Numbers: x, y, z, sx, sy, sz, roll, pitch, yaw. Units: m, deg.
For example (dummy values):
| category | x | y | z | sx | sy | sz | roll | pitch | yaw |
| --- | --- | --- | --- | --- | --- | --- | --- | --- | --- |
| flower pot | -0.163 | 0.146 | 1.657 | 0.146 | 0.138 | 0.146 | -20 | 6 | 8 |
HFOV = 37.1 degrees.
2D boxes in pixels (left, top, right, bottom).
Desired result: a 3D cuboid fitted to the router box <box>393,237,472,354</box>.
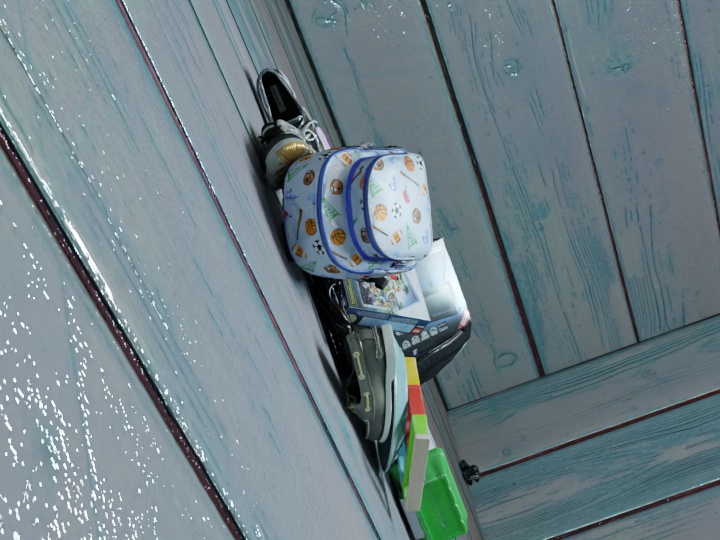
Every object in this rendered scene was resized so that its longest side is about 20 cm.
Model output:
| category | x | y | z | sx | sy | sz | roll | pitch | yaw |
| --- | --- | --- | --- | --- | --- | --- | --- | --- | --- |
| router box | 0.067 | 0.051 | 1.724 | 0.062 | 0.199 | 0.150 | -9 | -77 | 63 |

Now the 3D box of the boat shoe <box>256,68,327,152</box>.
| category | x | y | z | sx | sy | sz | roll | pitch | yaw |
| --- | --- | --- | --- | --- | --- | --- | --- | --- | --- |
| boat shoe | -0.100 | -0.215 | 1.628 | 0.068 | 0.073 | 0.200 | -113 | -178 | -84 |

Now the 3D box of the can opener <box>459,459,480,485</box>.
| category | x | y | z | sx | sy | sz | roll | pitch | yaw |
| --- | --- | --- | --- | --- | --- | --- | --- | --- | --- |
| can opener | 0.398 | 0.723 | 3.804 | 0.200 | 0.063 | 0.079 | 62 | 9 | -61 |

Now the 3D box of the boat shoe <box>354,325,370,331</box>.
| category | x | y | z | sx | sy | sz | roll | pitch | yaw |
| --- | --- | --- | --- | --- | --- | --- | --- | --- | --- |
| boat shoe | -0.013 | 0.057 | 1.596 | 0.069 | 0.072 | 0.200 | 97 | -24 | -49 |

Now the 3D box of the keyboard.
| category | x | y | z | sx | sy | sz | roll | pitch | yaw |
| --- | --- | --- | --- | --- | --- | --- | --- | --- | --- |
| keyboard | -0.049 | 0.048 | 1.454 | 0.104 | 0.039 | 0.201 | 133 | -62 | -69 |

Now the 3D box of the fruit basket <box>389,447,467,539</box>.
| category | x | y | z | sx | sy | sz | roll | pitch | yaw |
| --- | --- | --- | --- | --- | --- | --- | --- | --- | --- |
| fruit basket | 0.089 | 0.328 | 1.639 | 0.186 | 0.093 | 0.200 | 69 | -11 | -19 |

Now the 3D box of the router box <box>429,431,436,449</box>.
| category | x | y | z | sx | sy | sz | roll | pitch | yaw |
| --- | --- | --- | --- | --- | --- | --- | --- | --- | --- |
| router box | 0.110 | 0.338 | 1.963 | 0.180 | 0.049 | 0.200 | -105 | 173 | -50 |

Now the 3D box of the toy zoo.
| category | x | y | z | sx | sy | sz | roll | pitch | yaw |
| --- | --- | --- | --- | --- | --- | --- | --- | --- | --- |
| toy zoo | 0.067 | 0.213 | 1.479 | 0.200 | 0.020 | 0.132 | -98 | -169 | -56 |

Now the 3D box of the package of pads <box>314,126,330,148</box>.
| category | x | y | z | sx | sy | sz | roll | pitch | yaw |
| --- | --- | --- | --- | --- | --- | --- | --- | --- | --- |
| package of pads | -0.060 | -0.120 | 1.725 | 0.121 | 0.075 | 0.201 | 60 | 11 | -82 |

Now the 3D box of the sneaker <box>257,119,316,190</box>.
| category | x | y | z | sx | sy | sz | roll | pitch | yaw |
| --- | --- | --- | --- | --- | --- | --- | --- | --- | --- |
| sneaker | -0.109 | -0.159 | 1.425 | 0.088 | 0.076 | 0.200 | 50 | 3 | 4 |

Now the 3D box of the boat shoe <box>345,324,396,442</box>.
| category | x | y | z | sx | sy | sz | roll | pitch | yaw |
| --- | --- | --- | --- | --- | --- | --- | --- | --- | --- |
| boat shoe | 0.010 | 0.149 | 1.385 | 0.072 | 0.060 | 0.202 | -103 | -169 | -47 |

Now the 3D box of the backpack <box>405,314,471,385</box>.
| category | x | y | z | sx | sy | sz | roll | pitch | yaw |
| --- | --- | --- | --- | --- | --- | --- | --- | --- | --- |
| backpack | 0.097 | 0.110 | 1.842 | 0.154 | 0.199 | 0.164 | 40 | -24 | 60 |

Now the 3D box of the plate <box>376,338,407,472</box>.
| category | x | y | z | sx | sy | sz | roll | pitch | yaw |
| --- | --- | --- | --- | --- | --- | --- | --- | --- | --- |
| plate | 0.044 | 0.178 | 1.488 | 0.200 | 0.025 | 0.201 | -178 | -90 | -83 |

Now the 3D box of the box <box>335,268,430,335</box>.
| category | x | y | z | sx | sy | sz | roll | pitch | yaw |
| --- | --- | --- | --- | --- | --- | --- | --- | --- | --- |
| box | 0.015 | -0.004 | 1.571 | 0.038 | 0.136 | 0.201 | -53 | -142 | 39 |

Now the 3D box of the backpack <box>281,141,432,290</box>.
| category | x | y | z | sx | sy | sz | roll | pitch | yaw |
| --- | --- | --- | --- | --- | --- | --- | --- | --- | --- |
| backpack | -0.006 | -0.073 | 1.366 | 0.190 | 0.154 | 0.201 | -7 | 87 | -42 |
